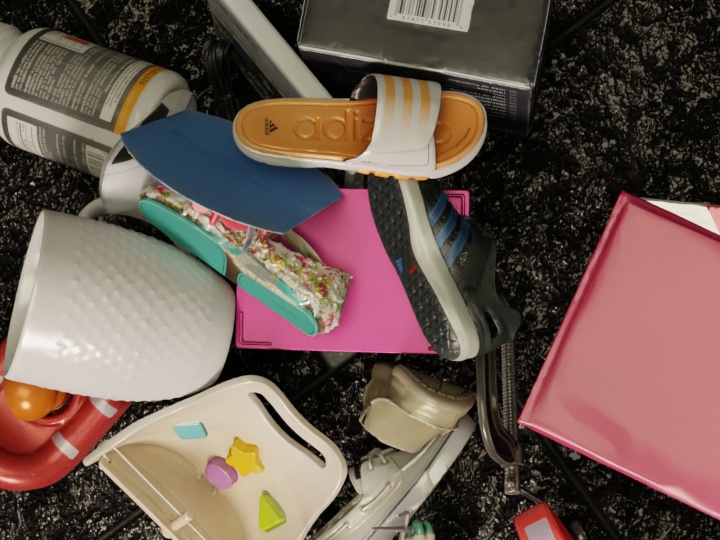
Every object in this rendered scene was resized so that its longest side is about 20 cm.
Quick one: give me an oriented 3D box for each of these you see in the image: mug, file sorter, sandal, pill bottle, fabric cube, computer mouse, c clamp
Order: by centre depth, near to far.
[{"bbox_3d":[0.258,0.069,1.188,0.199,0.200,0.197,25,93,9],"label":"fabric cube"},{"bbox_3d":[0.002,-0.118,1.192,0.206,0.059,0.079,-2,65,-6],"label":"sandal"},{"bbox_3d":[-0.203,0.018,1.306,0.175,0.148,0.201,14,50,-17],"label":"mug"},{"bbox_3d":[-0.159,-0.115,1.324,0.044,0.110,0.200,20,50,18],"label":"computer mouse"},{"bbox_3d":[0.124,0.100,1.330,0.027,0.171,0.201,-7,74,20],"label":"c clamp"},{"bbox_3d":[0.000,0.000,1.342,0.199,0.125,0.140,1,90,8],"label":"file sorter"},{"bbox_3d":[-0.266,-0.155,1.378,0.199,0.116,0.117,21,91,13],"label":"pill bottle"}]

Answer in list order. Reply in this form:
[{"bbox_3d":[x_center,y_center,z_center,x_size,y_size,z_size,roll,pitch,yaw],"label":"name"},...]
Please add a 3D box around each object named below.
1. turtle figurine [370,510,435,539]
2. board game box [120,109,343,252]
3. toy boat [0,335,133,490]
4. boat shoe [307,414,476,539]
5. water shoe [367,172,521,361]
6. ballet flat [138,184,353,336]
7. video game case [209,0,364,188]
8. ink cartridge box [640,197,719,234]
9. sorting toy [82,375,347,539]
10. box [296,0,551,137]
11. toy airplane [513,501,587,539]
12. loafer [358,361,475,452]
[{"bbox_3d":[0.012,0.288,1.297,0.149,0.200,0.101,-22,58,13],"label":"turtle figurine"},{"bbox_3d":[-0.110,-0.069,1.232,0.158,0.200,0.039,30,113,10],"label":"board game box"},{"bbox_3d":[-0.291,0.110,1.370,0.130,0.131,0.200,42,93,6],"label":"toy boat"},{"bbox_3d":[0.022,0.197,1.366,0.070,0.071,0.200,40,100,3],"label":"boat shoe"},{"bbox_3d":[0.068,-0.024,1.246,0.079,0.071,0.201,-15,80,-26],"label":"water shoe"},{"bbox_3d":[-0.093,-0.020,1.266,0.200,0.076,0.064,36,65,5],"label":"ballet flat"},{"bbox_3d":[-0.063,-0.161,1.326,0.023,0.182,0.200,-39,85,-7],"label":"video game case"},{"bbox_3d":[0.296,0.043,1.327,0.144,0.084,0.201,6,90,8],"label":"ink cartridge box"},{"bbox_3d":[-0.105,0.172,1.314,0.200,0.107,0.180,47,126,-7],"label":"sorting toy"},{"bbox_3d":[0.062,-0.206,1.300,0.199,0.197,0.124,11,83,6],"label":"box"},{"bbox_3d":[0.200,0.324,1.303,0.198,0.141,0.201,20,91,6],"label":"toy airplane"},{"bbox_3d":[0.045,0.122,1.298,0.075,0.200,0.069,21,85,-8],"label":"loafer"}]
